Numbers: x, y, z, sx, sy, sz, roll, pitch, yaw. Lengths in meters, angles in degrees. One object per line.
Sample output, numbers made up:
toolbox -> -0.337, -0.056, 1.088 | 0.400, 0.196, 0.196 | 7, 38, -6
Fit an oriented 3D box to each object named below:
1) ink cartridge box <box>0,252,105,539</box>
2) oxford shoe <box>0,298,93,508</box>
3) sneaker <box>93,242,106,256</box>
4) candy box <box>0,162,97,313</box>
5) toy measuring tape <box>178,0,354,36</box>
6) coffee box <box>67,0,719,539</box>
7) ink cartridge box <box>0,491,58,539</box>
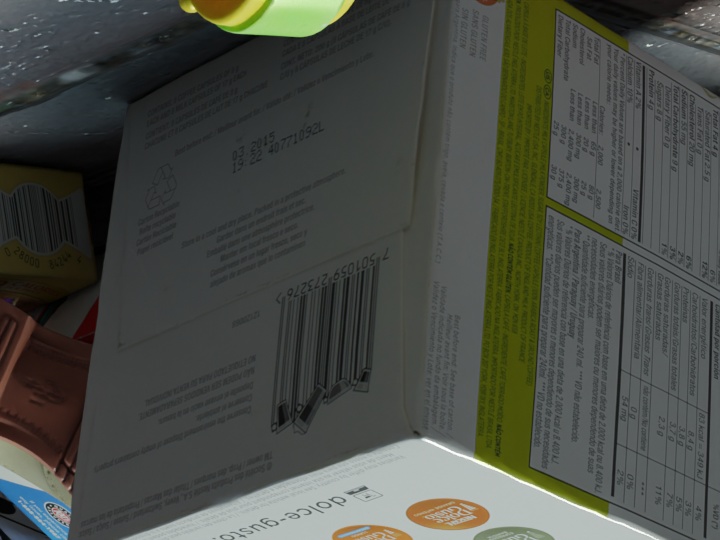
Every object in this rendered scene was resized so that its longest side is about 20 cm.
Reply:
ink cartridge box -> -0.099, 0.055, 1.165 | 0.200, 0.067, 0.116 | -17, 124, 46
oxford shoe -> -0.116, 0.066, 1.091 | 0.200, 0.071, 0.074 | 33, 166, -4
sneaker -> -0.093, 0.014, 1.288 | 0.087, 0.076, 0.200 | 11, 172, 10
candy box -> -0.224, -0.009, 1.093 | 0.117, 0.057, 0.200 | -22, 163, 39
toy measuring tape -> -0.008, -0.118, 0.776 | 0.073, 0.074, 0.200 | -1, 164, -32
coffee box -> 0.031, 0.027, 1.016 | 0.198, 0.200, 0.199 | 25, 148, -37
ink cartridge box -> -0.220, 0.101, 1.299 | 0.094, 0.200, 0.044 | 6, 115, -49
